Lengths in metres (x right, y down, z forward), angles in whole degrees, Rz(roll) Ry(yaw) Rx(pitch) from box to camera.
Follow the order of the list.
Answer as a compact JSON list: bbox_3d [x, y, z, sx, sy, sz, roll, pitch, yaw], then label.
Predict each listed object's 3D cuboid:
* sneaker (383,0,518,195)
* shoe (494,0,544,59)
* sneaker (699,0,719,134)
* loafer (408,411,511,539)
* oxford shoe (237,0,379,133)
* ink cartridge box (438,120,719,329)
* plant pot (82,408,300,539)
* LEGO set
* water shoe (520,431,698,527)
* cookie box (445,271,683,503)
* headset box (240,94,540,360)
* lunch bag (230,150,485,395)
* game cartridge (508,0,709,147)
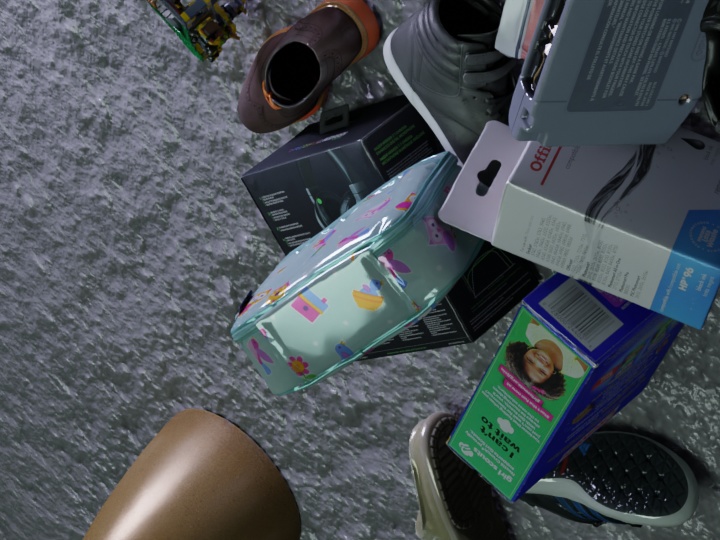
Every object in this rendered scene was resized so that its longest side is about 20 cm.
[{"bbox_3d":[0.100,-0.124,1.572,0.200,0.071,0.099,50,151,9],"label":"sneaker"},{"bbox_3d":[0.156,-0.223,1.431,0.091,0.072,0.201,17,125,7],"label":"shoe"},{"bbox_3d":[0.260,-0.110,1.364,0.069,0.100,0.200,12,142,42],"label":"sneaker"},{"bbox_3d":[0.079,0.212,1.902,0.068,0.076,0.201,4,125,39],"label":"loafer"},{"bbox_3d":[-0.061,-0.157,1.723,0.071,0.072,0.200,49,146,1],"label":"oxford shoe"},{"bbox_3d":[0.167,-0.055,1.477,0.199,0.116,0.068,22,140,9],"label":"ink cartridge box"},{"bbox_3d":[-0.193,0.273,2.157,0.186,0.200,0.187,28,140,27],"label":"plant pot"},{"bbox_3d":[-0.142,-0.275,1.709,0.200,0.116,0.154,47,175,12],"label":"LEGO set"},{"bbox_3d":[0.201,0.174,1.755,0.199,0.072,0.079,12,158,41],"label":"water shoe"},{"bbox_3d":[0.167,0.058,1.580,0.075,0.171,0.200,43,144,16],"label":"cookie box"},{"bbox_3d":[0.018,-0.039,1.724,0.174,0.093,0.201,-14,110,53],"label":"headset box"},{"bbox_3d":[0.000,0.000,1.572,0.200,0.161,0.077,-33,104,29],"label":"lunch bag"},{"bbox_3d":[0.183,-0.166,1.390,0.041,0.133,0.201,-108,26,-43],"label":"game cartridge"}]
